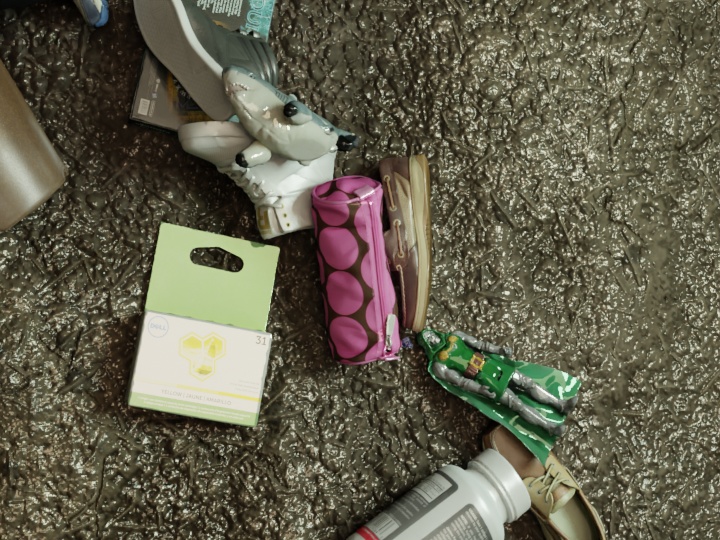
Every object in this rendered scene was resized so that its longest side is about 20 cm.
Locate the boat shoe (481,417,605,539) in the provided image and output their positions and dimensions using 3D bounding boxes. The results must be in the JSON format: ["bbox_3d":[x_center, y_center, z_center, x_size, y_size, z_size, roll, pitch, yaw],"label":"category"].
[{"bbox_3d":[0.223,0.255,1.306,0.076,0.074,0.201,-41,97,-16],"label":"boat shoe"}]

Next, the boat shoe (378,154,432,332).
[{"bbox_3d":[0.046,-0.031,1.290,0.071,0.072,0.204,-1,92,7],"label":"boat shoe"}]

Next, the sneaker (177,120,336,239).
[{"bbox_3d":[-0.110,-0.094,1.219,0.198,0.073,0.118,7,85,-37],"label":"sneaker"}]

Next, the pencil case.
[{"bbox_3d":[0.000,0.000,1.231,0.089,0.093,0.204,-15,105,-21],"label":"pencil case"}]

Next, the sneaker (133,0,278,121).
[{"bbox_3d":[-0.166,-0.252,1.216,0.099,0.071,0.201,-24,73,-46],"label":"sneaker"}]

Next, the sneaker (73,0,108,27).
[{"bbox_3d":[-0.340,-0.341,1.203,0.084,0.077,0.202,-30,86,-7],"label":"sneaker"}]

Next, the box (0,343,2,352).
[{"bbox_3d":[-0.462,0.042,1.072,0.201,0.192,0.047,54,35,-4],"label":"box"}]

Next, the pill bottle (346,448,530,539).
[{"bbox_3d":[0.090,0.288,1.244,0.199,0.111,0.112,-33,94,-16],"label":"pill bottle"}]

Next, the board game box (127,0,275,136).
[{"bbox_3d":[-0.174,-0.246,1.257,0.133,0.028,0.204,14,81,-17],"label":"board game box"}]

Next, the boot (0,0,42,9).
[{"bbox_3d":[-0.386,-0.354,1.128,0.166,0.076,0.203,-14,102,27],"label":"boot"}]

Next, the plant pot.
[{"bbox_3d":[-0.401,-0.132,1.093,0.200,0.200,0.200,-40,110,-16],"label":"plant pot"}]

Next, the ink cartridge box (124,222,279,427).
[{"bbox_3d":[-0.167,0.058,1.223,0.143,0.048,0.204,12,84,-15],"label":"ink cartridge box"}]

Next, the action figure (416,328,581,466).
[{"bbox_3d":[0.151,0.124,1.292,0.198,0.055,0.119,28,57,5],"label":"action figure"}]

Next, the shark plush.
[{"bbox_3d":[-0.060,-0.165,1.185,0.198,0.091,0.084,-1,54,-43],"label":"shark plush"}]
